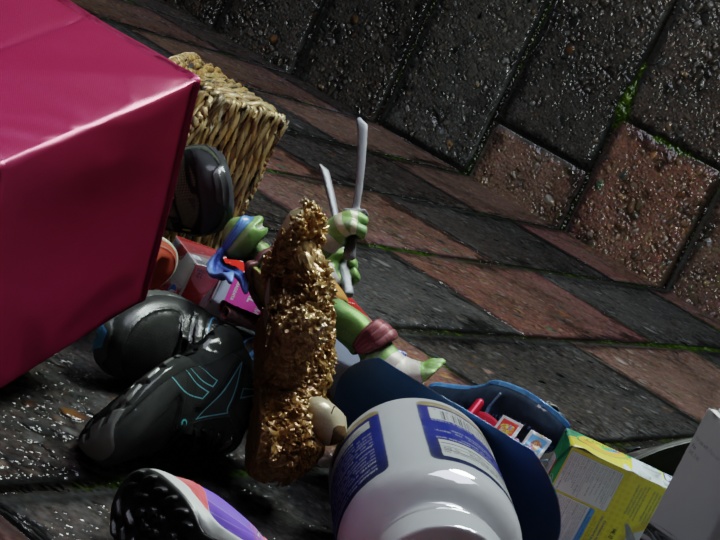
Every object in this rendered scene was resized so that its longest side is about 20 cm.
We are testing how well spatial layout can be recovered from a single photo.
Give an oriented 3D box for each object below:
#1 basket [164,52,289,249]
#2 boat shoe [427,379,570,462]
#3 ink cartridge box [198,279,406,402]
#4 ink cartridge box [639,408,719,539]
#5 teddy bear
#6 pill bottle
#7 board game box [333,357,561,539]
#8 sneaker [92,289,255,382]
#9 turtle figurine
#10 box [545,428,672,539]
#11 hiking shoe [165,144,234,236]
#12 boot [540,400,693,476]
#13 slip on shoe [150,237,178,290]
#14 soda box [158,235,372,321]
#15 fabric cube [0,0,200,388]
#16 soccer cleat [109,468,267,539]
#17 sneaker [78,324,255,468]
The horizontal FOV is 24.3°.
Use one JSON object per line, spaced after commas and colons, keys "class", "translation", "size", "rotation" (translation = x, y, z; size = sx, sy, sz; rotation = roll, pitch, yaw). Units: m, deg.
{"class": "basket", "translation": [-0.192, -0.101, 1.571], "size": [0.149, 0.201, 0.142], "rotation": [36, 16, 33]}
{"class": "boat shoe", "translation": [0.100, 0.138, 1.362], "size": [0.084, 0.069, 0.200], "rotation": [43, -21, -13]}
{"class": "ink cartridge box", "translation": [-0.042, 0.068, 1.417], "size": [0.199, 0.042, 0.119], "rotation": [28, -20, -8]}
{"class": "ink cartridge box", "translation": [0.269, 0.218, 1.156], "size": [0.146, 0.201, 0.086], "rotation": [22, 12, -16]}
{"class": "teddy bear", "translation": [-0.039, 0.050, 1.168], "size": [0.066, 0.145, 0.201], "rotation": [8, 50, -10]}
{"class": "pill bottle", "translation": [0.041, 0.168, 1.078], "size": [0.119, 0.120, 0.200], "rotation": [24, 11, -8]}
{"class": "board game box", "translation": [0.071, 0.134, 1.240], "size": [0.199, 0.158, 0.039], "rotation": [30, 54, 20]}
{"class": "sneaker", "translation": [-0.115, 0.066, 1.284], "size": [0.199, 0.074, 0.082], "rotation": [14, 7, -46]}
{"class": "turtle figurine", "translation": [0.000, 0.000, 1.310], "size": [0.194, 0.144, 0.200], "rotation": [49, 50, 0]}
{"class": "box", "translation": [0.222, 0.215, 1.282], "size": [0.199, 0.118, 0.048], "rotation": [26, 13, -5]}
{"class": "hiking shoe", "translation": [-0.179, -0.057, 1.348], "size": [0.100, 0.076, 0.200], "rotation": [-16, 9, -35]}
{"class": "boot", "translation": [0.180, 0.153, 1.388], "size": [0.199, 0.070, 0.174], "rotation": [-19, 25, -6]}
{"class": "slip on shoe", "translation": [-0.212, 0.009, 1.365], "size": [0.061, 0.074, 0.200], "rotation": [36, 20, 22]}
{"class": "soda box", "translation": [-0.088, 0.037, 1.529], "size": [0.199, 0.064, 0.070], "rotation": [21, 13, -30]}
{"class": "fabric cube", "translation": [-0.257, -0.064, 1.105], "size": [0.199, 0.197, 0.199], "rotation": [30, 36, 18]}
{"class": "soccer cleat", "translation": [-0.063, 0.177, 0.947], "size": [0.200, 0.068, 0.073], "rotation": [33, 8, 41]}
{"class": "sneaker", "translation": [-0.118, 0.098, 1.152], "size": [0.079, 0.075, 0.200], "rotation": [54, 29, 2]}
